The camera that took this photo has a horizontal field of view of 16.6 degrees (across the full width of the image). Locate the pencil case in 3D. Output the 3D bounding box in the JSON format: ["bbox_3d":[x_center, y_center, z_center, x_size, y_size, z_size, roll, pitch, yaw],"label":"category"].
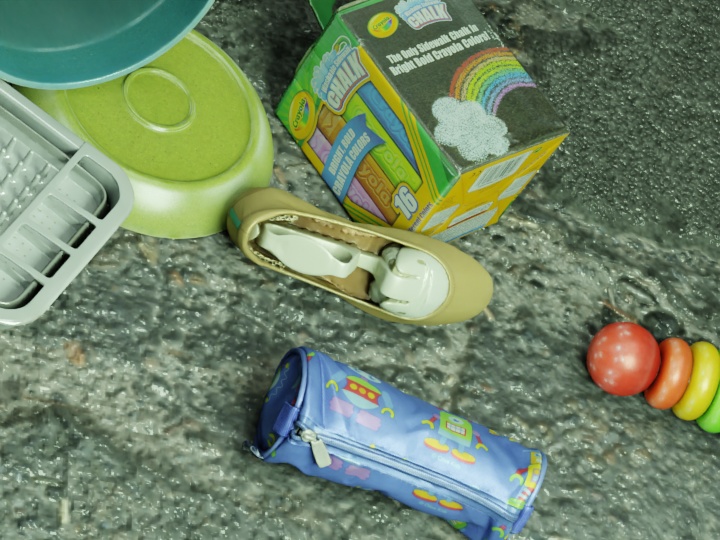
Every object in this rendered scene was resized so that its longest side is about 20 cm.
[{"bbox_3d":[0.026,0.121,1.645,0.199,0.078,0.087,23,19,-13],"label":"pencil case"}]

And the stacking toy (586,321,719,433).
[{"bbox_3d":[0.259,0.088,1.819,0.199,0.085,0.086,17,49,-9],"label":"stacking toy"}]

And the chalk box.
[{"bbox_3d":[0.030,-0.127,1.807,0.125,0.124,0.200,-22,69,-39],"label":"chalk box"}]

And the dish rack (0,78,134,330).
[{"bbox_3d":[-0.266,-0.055,1.633,0.200,0.044,0.172,37,47,-1],"label":"dish rack"}]

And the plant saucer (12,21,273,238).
[{"bbox_3d":[-0.148,-0.114,1.755,0.199,0.031,0.201,15,51,-20],"label":"plant saucer"}]

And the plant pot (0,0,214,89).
[{"bbox_3d":[-0.214,-0.260,1.696,0.199,0.200,0.188,-4,46,-32],"label":"plant pot"}]

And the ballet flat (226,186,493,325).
[{"bbox_3d":[0.000,0.000,1.728,0.199,0.069,0.063,17,16,-10],"label":"ballet flat"}]
